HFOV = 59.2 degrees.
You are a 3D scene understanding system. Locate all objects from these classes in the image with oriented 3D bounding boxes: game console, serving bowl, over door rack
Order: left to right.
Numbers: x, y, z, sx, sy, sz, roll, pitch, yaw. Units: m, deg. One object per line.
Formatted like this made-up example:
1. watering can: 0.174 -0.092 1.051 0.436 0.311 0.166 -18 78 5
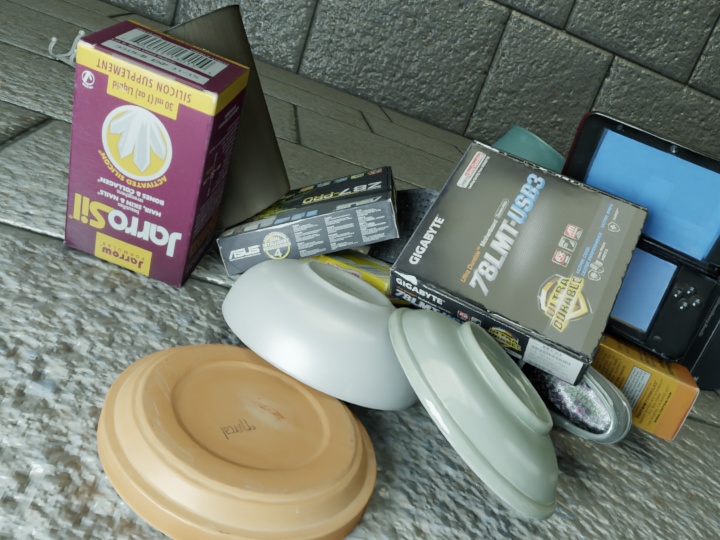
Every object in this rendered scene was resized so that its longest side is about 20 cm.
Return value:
1. over door rack: -0.522 -0.443 1.329 0.145 0.068 0.199 30 22 19
2. serving bowl: -0.023 0.041 0.573 0.196 0.067 0.200 25 11 -5
3. game console: 0.284 -0.036 0.666 0.197 0.174 0.119 28 -17 21

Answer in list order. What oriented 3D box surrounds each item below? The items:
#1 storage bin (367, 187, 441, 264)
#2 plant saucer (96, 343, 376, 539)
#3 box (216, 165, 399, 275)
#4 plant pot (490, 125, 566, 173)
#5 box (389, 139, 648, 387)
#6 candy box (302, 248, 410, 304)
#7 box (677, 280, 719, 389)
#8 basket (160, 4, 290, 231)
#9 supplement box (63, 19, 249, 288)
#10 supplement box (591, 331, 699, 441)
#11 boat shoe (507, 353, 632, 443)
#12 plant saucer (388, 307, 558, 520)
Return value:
1. storage bin: 0.100 -0.033 0.799 0.132 0.096 0.200 22 0 -14
2. plant saucer: -0.079 0.110 0.444 0.195 0.033 0.201 19 21 -7
3. box: -0.053 -0.062 0.739 0.194 0.050 0.162 -12 22 8
4. plant pot: 0.248 -0.121 1.048 0.198 0.190 0.200 38 8 -6
5. box: 0.156 -0.019 0.619 0.195 0.050 0.201 27 58 17
6. candy box: 0.000 0.000 0.741 0.100 0.027 0.198 9 9 -41
7. box: 0.482 0.059 0.973 0.104 0.152 0.200 8 24 -29
8. basket: -0.168 -0.161 0.713 0.178 0.204 0.135 -33 19 -20
9. supplement box: -0.197 -0.109 0.607 0.127 0.204 0.104 19 31 -2
10. supplement box: 0.248 0.098 0.680 0.195 0.071 0.066 24 18 11
11. boat shoe: 0.167 0.086 0.607 0.200 0.071 0.071 39 12 31
12. plant saucer: 0.105 0.099 0.518 0.200 0.050 0.201 45 15 -15
